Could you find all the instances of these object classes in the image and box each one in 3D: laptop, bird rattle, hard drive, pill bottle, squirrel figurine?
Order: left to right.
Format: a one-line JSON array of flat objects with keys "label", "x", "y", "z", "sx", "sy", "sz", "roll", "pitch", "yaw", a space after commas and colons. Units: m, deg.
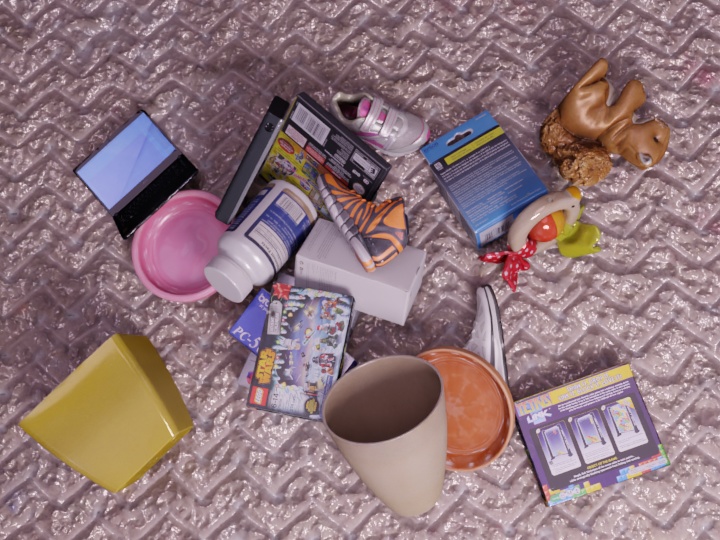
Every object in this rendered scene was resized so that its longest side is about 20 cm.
[{"label": "laptop", "x": -0.405, "y": -0.176, "z": 1.431, "sx": 0.177, "sy": 0.104, "sz": 0.200, "roll": -43, "pitch": 32, "yaw": -4}, {"label": "hard drive", "x": -0.182, "y": -0.188, "z": 1.349, "sx": 0.033, "sy": 0.140, "sz": 0.202, "roll": 27, "pitch": 110, "yaw": -11}, {"label": "pill bottle", "x": -0.168, "y": -0.047, "z": 1.339, "sx": 0.110, "sy": 0.112, "sz": 0.201, "roll": 31, "pitch": 62, "yaw": 13}, {"label": "bird rattle", "x": 0.286, "y": -0.067, "z": 1.297, "sx": 0.197, "sy": 0.164, "sz": 0.114, "roll": -17, "pitch": 55, "yaw": -7}, {"label": "squirrel figurine", "x": 0.410, "y": -0.225, "z": 1.344, "sx": 0.187, "sy": 0.141, "sz": 0.200, "roll": 44, "pitch": 99, "yaw": 5}]

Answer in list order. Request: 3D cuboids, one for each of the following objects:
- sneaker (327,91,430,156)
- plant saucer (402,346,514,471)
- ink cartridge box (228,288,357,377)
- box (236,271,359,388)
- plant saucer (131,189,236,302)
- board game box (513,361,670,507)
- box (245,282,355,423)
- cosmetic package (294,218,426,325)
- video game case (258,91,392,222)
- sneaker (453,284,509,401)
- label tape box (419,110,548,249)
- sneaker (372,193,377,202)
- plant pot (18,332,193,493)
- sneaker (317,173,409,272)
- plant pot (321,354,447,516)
[{"label": "sneaker", "x": 0.025, "y": -0.261, "z": 1.408, "sx": 0.197, "sy": 0.088, "sz": 0.083, "roll": 13, "pitch": 77, "yaw": 10}, {"label": "plant saucer", "x": 0.147, "y": 0.216, "z": 1.258, "sx": 0.197, "sy": 0.032, "sz": 0.204, "roll": 7, "pitch": 106, "yaw": 25}, {"label": "ink cartridge box", "x": -0.110, "y": 0.127, "z": 1.308, "sx": 0.199, "sy": 0.044, "sz": 0.094, "roll": 36, "pitch": 81, "yaw": 14}, {"label": "box", "x": -0.101, "y": 0.123, "z": 1.352, "sx": 0.153, "sy": 0.041, "sz": 0.203, "roll": 17, "pitch": 78, "yaw": 11}, {"label": "plant saucer", "x": -0.302, "y": -0.040, "z": 1.414, "sx": 0.197, "sy": 0.051, "sz": 0.204, "roll": -2, "pitch": 75, "yaw": 7}, {"label": "board game box", "x": 0.354, "y": 0.257, "z": 1.251, "sx": 0.197, "sy": 0.057, "sz": 0.168, "roll": -19, "pitch": 72, "yaw": 3}, {"label": "box", "x": -0.092, "y": 0.129, "z": 1.262, "sx": 0.134, "sy": 0.040, "sz": 0.204, "roll": 8, "pitch": 75, "yaw": 9}, {"label": "cosmetic package", "x": 0.000, "y": 0.000, "z": 1.327, "sx": 0.197, "sy": 0.086, "sz": 0.108, "roll": 19, "pitch": 45, "yaw": 11}, {"label": "video game case", "x": -0.065, "y": -0.169, "z": 1.360, "sx": 0.199, "sy": 0.025, "sz": 0.182, "roll": 40, "pitch": 127, "yaw": 9}, {"label": "sneaker", "x": 0.177, "y": 0.124, "z": 1.298, "sx": 0.113, "sy": 0.076, "sz": 0.204, "roll": -7, "pitch": 70, "yaw": 11}, {"label": "label tape box", "x": 0.209, "y": -0.157, "z": 1.367, "sx": 0.142, "sy": 0.066, "sz": 0.201, "roll": -29, "pitch": 58, "yaw": -1}, {"label": "sneaker", "x": -0.040, "y": -0.199, "z": 1.410, "sx": 0.200, "sy": 0.080, "sz": 0.086, "roll": 44, "pitch": 56, "yaw": 3}, {"label": "plant pot", "x": -0.384, "y": 0.237, "z": 1.289, "sx": 0.200, "sy": 0.200, "sz": 0.177, "roll": -43, "pitch": 85, "yaw": -5}, {"label": "sneaker", "x": 0.013, "y": -0.096, "z": 1.292, "sx": 0.111, "sy": 0.078, "sz": 0.201, "roll": -31, "pitch": 64, "yaw": -3}, {"label": "plant pot", "x": 0.056, "y": 0.267, "z": 1.208, "sx": 0.184, "sy": 0.203, "sz": 0.188, "roll": -13, "pitch": 29, "yaw": 8}]
